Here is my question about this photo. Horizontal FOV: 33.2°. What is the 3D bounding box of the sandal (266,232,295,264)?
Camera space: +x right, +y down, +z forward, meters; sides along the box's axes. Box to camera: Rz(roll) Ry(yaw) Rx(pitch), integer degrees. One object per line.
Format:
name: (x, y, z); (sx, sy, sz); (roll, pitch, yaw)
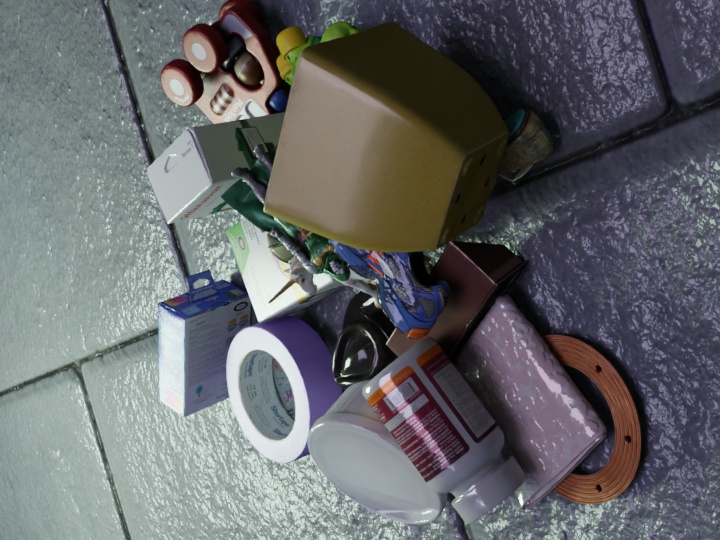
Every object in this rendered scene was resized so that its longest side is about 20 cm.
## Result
sandal: (-0.051, -0.089, 1.540); (0.081, 0.055, 0.202); (34, 118, 10)

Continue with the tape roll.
tape roll: (-0.112, 0.172, 1.746); (0.199, 0.065, 0.204); (21, 118, 46)

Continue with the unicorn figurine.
unicorn figurine: (0.000, 0.000, 1.524); (0.198, 0.137, 0.075); (-29, 45, 28)

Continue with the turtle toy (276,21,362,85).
turtle toy: (-0.036, -0.243, 1.509); (0.200, 0.100, 0.148); (111, 136, -78)

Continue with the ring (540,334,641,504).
ring: (0.246, 0.171, 1.397); (0.199, 0.019, 0.204); (20, 118, 44)

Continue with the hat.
hat: (0.012, 0.118, 1.611); (0.199, 0.080, 0.204); (21, 119, 44)

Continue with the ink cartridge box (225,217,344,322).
ink cartridge box: (-0.085, -0.031, 1.674); (0.199, 0.083, 0.147); (-28, 81, 50)

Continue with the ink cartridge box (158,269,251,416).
ink cartridge box: (-0.240, 0.104, 1.865); (0.076, 0.135, 0.203); (25, 121, 36)

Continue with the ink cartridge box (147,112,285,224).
ink cartridge box: (-0.169, -0.142, 1.645); (0.146, 0.198, 0.085); (-33, 77, 50)

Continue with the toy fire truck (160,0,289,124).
toy fire truck: (-0.173, -0.271, 1.699); (0.168, 0.112, 0.200); (45, 139, -3)

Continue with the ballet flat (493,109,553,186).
ballet flat: (0.146, -0.122, 1.389); (0.199, 0.070, 0.072); (-25, 83, 52)

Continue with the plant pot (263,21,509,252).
plant pot: (0.044, -0.129, 1.314); (0.198, 0.195, 0.197); (29, 121, 20)

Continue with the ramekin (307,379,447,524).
ramekin: (0.037, 0.228, 1.555); (0.200, 0.095, 0.204); (23, 144, 17)

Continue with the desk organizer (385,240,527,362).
desk organizer: (0.112, 0.043, 1.460); (0.077, 0.071, 0.201); (43, 133, 14)

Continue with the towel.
towel: (0.182, 0.162, 1.432); (0.201, 0.032, 0.192); (55, 137, 22)

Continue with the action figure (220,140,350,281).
action figure: (-0.076, -0.064, 1.482); (0.118, 0.055, 0.200); (-45, 73, 11)

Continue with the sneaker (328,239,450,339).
sneaker: (0.034, -0.020, 1.416); (0.078, 0.075, 0.201); (-43, 83, 25)

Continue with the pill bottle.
pill bottle: (0.100, 0.188, 1.418); (0.201, 0.109, 0.110); (54, 138, 6)

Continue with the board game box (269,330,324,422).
board game box: (-0.100, 0.182, 1.808); (0.199, 0.029, 0.137); (-26, 81, 51)
